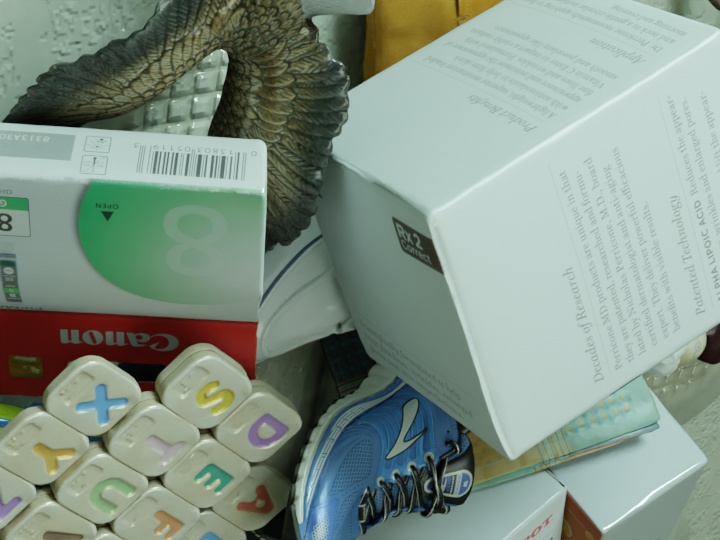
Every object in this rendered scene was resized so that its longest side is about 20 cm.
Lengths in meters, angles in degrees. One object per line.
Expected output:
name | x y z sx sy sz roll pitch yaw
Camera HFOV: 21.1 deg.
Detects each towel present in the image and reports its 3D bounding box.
towel | 0.081 0.064 1.256 0.199 0.148 0.022 -17 171 -14

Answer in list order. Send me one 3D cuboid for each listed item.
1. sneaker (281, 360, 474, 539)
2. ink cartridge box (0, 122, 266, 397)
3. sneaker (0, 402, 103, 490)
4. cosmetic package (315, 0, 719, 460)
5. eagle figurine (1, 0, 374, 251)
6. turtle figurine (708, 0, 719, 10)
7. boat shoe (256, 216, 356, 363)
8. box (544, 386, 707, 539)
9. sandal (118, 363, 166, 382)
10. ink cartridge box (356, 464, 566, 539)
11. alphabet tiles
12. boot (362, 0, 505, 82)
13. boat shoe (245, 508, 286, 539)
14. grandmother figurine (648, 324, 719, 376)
sneaker | 0.021 0.113 1.141 0.200 0.089 0.079 -49 158 -44
ink cartridge box | -0.132 0.014 1.028 0.159 0.050 0.201 3 131 -2
sneaker | -0.194 0.124 1.109 0.198 0.071 0.083 12 114 -33
cosmetic package | 0.096 -0.036 1.076 0.199 0.165 0.166 -31 121 -16
eagle figurine | -0.073 -0.112 1.006 0.201 0.151 0.151 -61 159 5
turtle figurine | 0.255 -0.126 1.293 0.161 0.064 0.201 -40 117 -20
boat shoe | 0.000 0.000 1.171 0.200 0.065 0.074 -39 147 -31
box | 0.152 0.156 1.368 0.097 0.125 0.201 -31 155 -21
sandal | -0.094 0.022 1.148 0.076 0.043 0.201 -2 121 -41
ink cartridge box | 0.059 0.217 1.309 0.145 0.083 0.201 -37 149 -25
alphabet tiles | -0.130 0.127 1.074 0.200 0.015 0.195 -42 137 7
boot | 0.091 -0.147 1.168 0.200 0.071 0.145 -22 133 -23
boat shoe | -0.007 0.169 1.317 0.199 0.074 0.061 4 117 -47
grandmother figurine | 0.291 0.028 1.495 0.199 0.060 0.122 -24 125 -32
